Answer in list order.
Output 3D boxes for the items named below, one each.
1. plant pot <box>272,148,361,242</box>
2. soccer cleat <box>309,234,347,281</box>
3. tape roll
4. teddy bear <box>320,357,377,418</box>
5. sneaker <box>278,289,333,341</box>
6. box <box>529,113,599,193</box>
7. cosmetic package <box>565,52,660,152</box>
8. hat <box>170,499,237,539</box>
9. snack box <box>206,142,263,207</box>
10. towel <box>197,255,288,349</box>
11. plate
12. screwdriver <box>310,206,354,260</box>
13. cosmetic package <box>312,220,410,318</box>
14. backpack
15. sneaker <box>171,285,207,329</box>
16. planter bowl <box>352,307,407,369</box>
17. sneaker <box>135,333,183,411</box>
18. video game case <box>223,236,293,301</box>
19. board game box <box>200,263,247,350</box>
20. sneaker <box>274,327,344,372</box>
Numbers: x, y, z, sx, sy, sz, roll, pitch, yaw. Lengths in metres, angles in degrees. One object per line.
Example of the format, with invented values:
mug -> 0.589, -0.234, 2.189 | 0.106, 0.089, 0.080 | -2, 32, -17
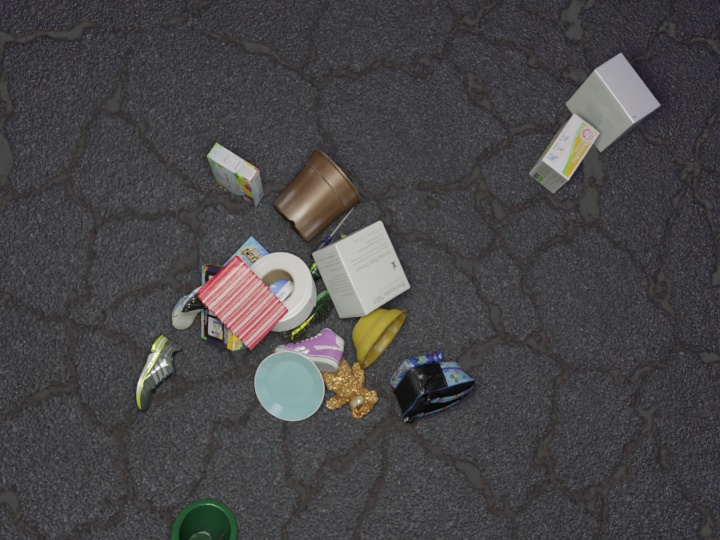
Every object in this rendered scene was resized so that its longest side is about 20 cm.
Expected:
plant pot -> -0.133, -0.202, 1.720 | 0.198, 0.200, 0.200 | -44, 84, -7
soccer cleat -> -0.084, -0.017, 1.742 | 0.081, 0.068, 0.200 | 45, 75, -1
tape roll -> -0.218, 0.057, 1.632 | 0.197, 0.071, 0.207 | -3, 64, 6
teddy bear -> -0.043, 0.314, 1.667 | 0.142, 0.067, 0.204 | -24, 80, -9
sneaker -> -0.155, 0.109, 1.698 | 0.198, 0.079, 0.085 | -33, 45, -26
box -> 0.631, -0.362, 1.872 | 0.101, 0.113, 0.201 | 37, 75, 3
cosmetic package -> 0.778, -0.517, 1.877 | 0.121, 0.200, 0.202 | -32, 82, -12
hat -> -0.417, 0.727, 1.559 | 0.163, 0.178, 0.201 | 24, 38, 2
snack box -> -0.348, -0.264, 1.699 | 0.140, 0.200, 0.054 | 33, 76, 3
towel -> -0.296, 0.080, 1.525 | 0.145, 0.022, 0.201 | -44, 106, -6
plate -> -0.191, 0.310, 1.641 | 0.195, 0.026, 0.206 | 2, 104, 9
screwdriver -> -0.079, -0.113, 1.778 | 0.028, 0.029, 0.201 | 37, 81, 3
cosmetic package -> 0.000, 0.000, 1.655 | 0.165, 0.165, 0.204 | -28, 96, -28
backpack -> 0.202, 0.306, 1.643 | 0.195, 0.184, 0.137 | -11, 60, -22
sneaker -> -0.454, 0.087, 1.619 | 0.071, 0.199, 0.074 | 11, 53, -38
planter bowl -> 0.035, 0.165, 1.652 | 0.083, 0.201, 0.201 | 38, 75, 17
sneaker -> -0.541, 0.278, 1.622 | 0.079, 0.074, 0.205 | 18, 77, -5
video game case -> -0.301, 0.038, 1.715 | 0.199, 0.046, 0.182 | 42, 75, 5
board game box -> -0.361, 0.093, 1.608 | 0.056, 0.163, 0.206 | -5, 101, -45
sneaker -> -0.136, 0.211, 1.674 | 0.195, 0.073, 0.116 | 7, 57, 18
